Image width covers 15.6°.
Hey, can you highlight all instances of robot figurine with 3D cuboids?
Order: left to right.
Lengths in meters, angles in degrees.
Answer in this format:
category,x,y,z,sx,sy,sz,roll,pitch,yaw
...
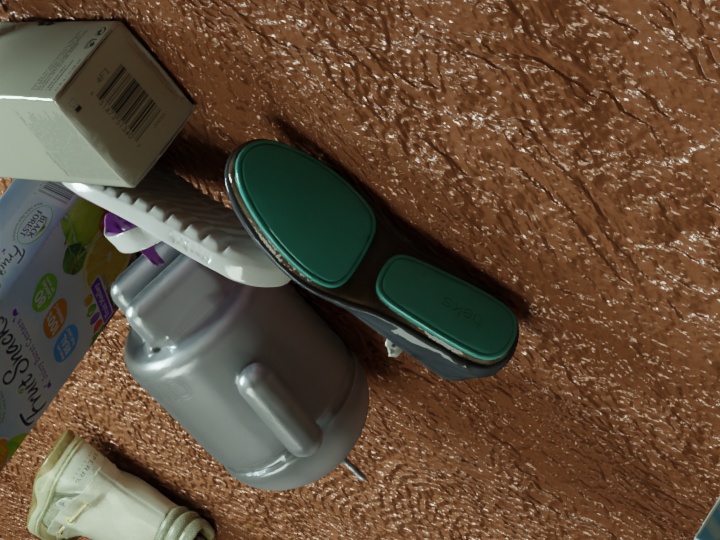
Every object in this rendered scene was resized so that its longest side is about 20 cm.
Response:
category,x,y,z,sx,sy,sz,roll,pitch,yaw
robot figurine,-0.072,0.063,1.685,0.200,0.113,0.170,47,-177,-27

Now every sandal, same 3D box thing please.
category,x,y,z,sx,sy,sz,roll,pitch,yaw
sandal,-0.123,-0.025,1.593,0.082,0.050,0.203,1,-159,-44

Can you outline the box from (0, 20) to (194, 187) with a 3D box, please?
category,x,y,z,sx,sy,sz,roll,pitch,yaw
box,-0.197,-0.102,1.591,0.200,0.068,0.082,8,145,49

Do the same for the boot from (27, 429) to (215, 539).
category,x,y,z,sx,sy,sz,roll,pitch,yaw
boot,-0.204,0.221,2.255,0.155,0.072,0.200,30,157,6

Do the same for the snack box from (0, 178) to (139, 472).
category,x,y,z,sx,sy,sz,roll,pitch,yaw
snack box,-0.227,0.031,1.729,0.053,0.200,0.142,25,155,22

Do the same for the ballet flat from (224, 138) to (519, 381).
category,x,y,z,sx,sy,sz,roll,pitch,yaw
ballet flat,0.000,0.000,1.519,0.200,0.073,0.073,35,158,-4

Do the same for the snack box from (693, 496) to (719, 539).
category,x,y,z,sx,sy,sz,roll,pitch,yaw
snack box,0.284,0.145,1.337,0.200,0.116,0.037,28,157,17
